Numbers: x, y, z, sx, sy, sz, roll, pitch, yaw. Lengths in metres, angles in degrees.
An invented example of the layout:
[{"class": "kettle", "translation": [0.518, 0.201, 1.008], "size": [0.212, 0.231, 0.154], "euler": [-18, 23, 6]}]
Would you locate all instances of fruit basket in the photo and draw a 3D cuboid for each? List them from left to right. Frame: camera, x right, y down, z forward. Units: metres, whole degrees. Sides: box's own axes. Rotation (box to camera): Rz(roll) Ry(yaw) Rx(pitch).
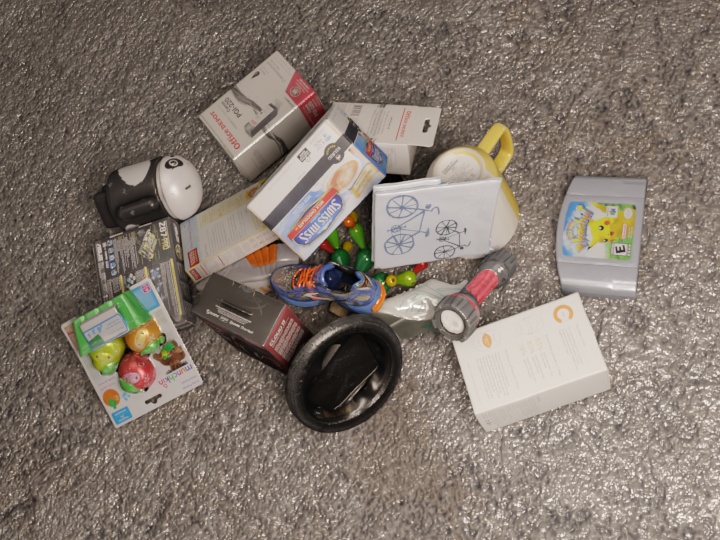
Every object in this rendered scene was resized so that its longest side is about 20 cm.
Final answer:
[{"class": "fruit basket", "translation": [-0.389, 0.142, 1.452], "size": [0.183, 0.094, 0.203], "euler": [-26, 89, 10]}]

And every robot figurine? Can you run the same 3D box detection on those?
[{"class": "robot figurine", "translation": [-0.390, -0.142, 1.593], "size": [0.196, 0.125, 0.153], "euler": [-13, 62, 13]}]

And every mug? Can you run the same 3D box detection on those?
[{"class": "mug", "translation": [0.172, -0.137, 1.386], "size": [0.146, 0.153, 0.190], "euler": [-5, 64, 17]}]

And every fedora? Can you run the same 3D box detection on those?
[{"class": "fedora", "translation": [-0.035, 0.148, 1.342], "size": [0.200, 0.201, 0.092], "euler": [-43, 30, -5]}]

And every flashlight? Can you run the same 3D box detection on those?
[{"class": "flashlight", "translation": [0.179, 0.031, 1.297], "size": [0.067, 0.069, 0.200], "euler": [24, 40, 24]}]

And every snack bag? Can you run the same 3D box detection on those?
[{"class": "snack bag", "translation": [0.113, -0.075, 1.303], "size": [0.196, 0.190, 0.022], "euler": [-8, 54, -4]}]

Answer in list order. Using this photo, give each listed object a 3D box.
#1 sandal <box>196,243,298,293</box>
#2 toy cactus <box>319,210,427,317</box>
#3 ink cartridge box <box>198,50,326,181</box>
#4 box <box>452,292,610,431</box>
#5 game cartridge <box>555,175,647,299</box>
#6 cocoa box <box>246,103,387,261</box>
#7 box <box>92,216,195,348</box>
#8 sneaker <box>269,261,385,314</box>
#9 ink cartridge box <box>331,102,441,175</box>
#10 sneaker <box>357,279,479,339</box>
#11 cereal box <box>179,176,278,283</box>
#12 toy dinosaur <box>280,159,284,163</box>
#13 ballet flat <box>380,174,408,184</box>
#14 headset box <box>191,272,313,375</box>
[{"class": "sandal", "translation": [-0.188, 0.011, 1.496], "size": [0.203, 0.060, 0.080], "euler": [-13, 40, 23]}, {"class": "toy cactus", "translation": [0.000, 0.000, 1.425], "size": [0.198, 0.102, 0.167], "euler": [29, 87, 19]}, {"class": "ink cartridge box", "translation": [-0.183, -0.290, 1.616], "size": [0.199, 0.085, 0.146], "euler": [-41, 60, -1]}, {"class": "box", "translation": [0.250, 0.137, 1.265], "size": [0.197, 0.098, 0.126], "euler": [-20, 61, 9]}, {"class": "game cartridge", "translation": [0.374, -0.056, 1.349], "size": [0.131, 0.041, 0.204], "euler": [2, 67, 24]}, {"class": "cocoa box", "translation": [-0.066, -0.143, 1.397], "size": [0.131, 0.134, 0.200], "euler": [42, 107, -11]}, {"class": "box", "translation": [-0.390, 0.023, 1.544], "size": [0.159, 0.049, 0.204], "euler": [-19, 72, 11]}, {"class": "sneaker", "translation": [-0.058, 0.015, 1.364], "size": [0.196, 0.079, 0.077], "euler": [4, 63, 24]}, {"class": "ink cartridge box", "translation": [0.038, -0.229, 1.496], "size": [0.196, 0.069, 0.117], "euler": [5, 47, 13]}, {"class": "sneaker", "translation": [0.094, 0.060, 1.378], "size": [0.196, 0.071, 0.081], "euler": [-2, 52, 13]}, {"class": "cereal box", "translation": [-0.226, -0.076, 1.534], "size": [0.197, 0.040, 0.145], "euler": [-27, 41, 7]}, {"class": "toy dinosaur", "translation": [-0.093, -0.189, 1.566], "size": [0.104, 0.061, 0.204], "euler": [10, 64, -9]}, {"class": "ballet flat", "translation": [0.056, -0.146, 1.482], "size": [0.066, 0.057, 0.200], "euler": [-40, 56, -2]}, {"class": "headset box", "translation": [-0.165, 0.088, 1.368], "size": [0.147, 0.200, 0.076], "euler": [22, 74, 25]}]
